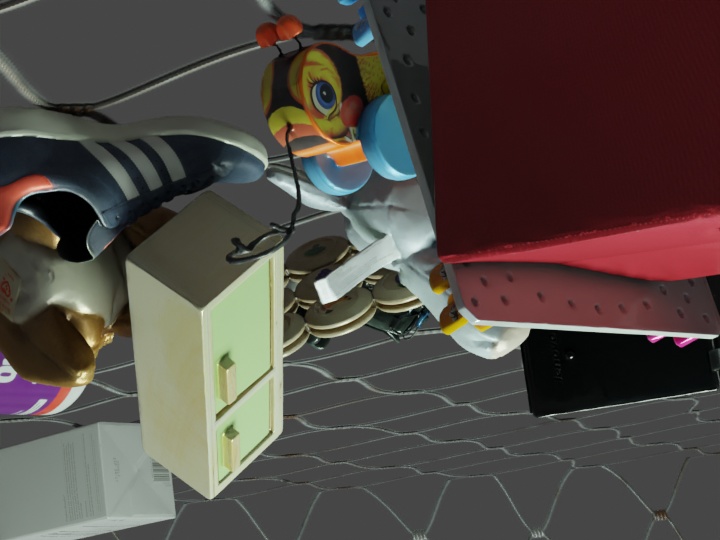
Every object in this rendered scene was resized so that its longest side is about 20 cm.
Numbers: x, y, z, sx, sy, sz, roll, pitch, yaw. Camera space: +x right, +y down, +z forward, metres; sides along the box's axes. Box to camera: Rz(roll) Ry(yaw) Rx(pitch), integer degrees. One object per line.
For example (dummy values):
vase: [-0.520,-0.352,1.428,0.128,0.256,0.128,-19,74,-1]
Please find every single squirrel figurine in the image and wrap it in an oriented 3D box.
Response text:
squirrel figurine: [-0.175,0.000,1.285,0.187,0.142,0.200,-11,180,-44]

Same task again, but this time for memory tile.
memory tile: [0.000,0.000,1.331,0.200,0.017,0.153,-21,-156,-1]

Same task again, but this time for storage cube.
storage cube: [0.151,-0.095,0.858,0.171,0.200,0.180,4,170,-43]

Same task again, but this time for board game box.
board game box: [0.088,-0.056,0.964,0.200,0.200,0.026,5,150,-44]

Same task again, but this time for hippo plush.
hippo plush: [0.052,-0.021,1.196,0.200,0.159,0.161,-23,-179,-10]

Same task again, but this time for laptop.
laptop: [0.217,0.004,1.338,0.200,0.187,0.116,4,164,-43]

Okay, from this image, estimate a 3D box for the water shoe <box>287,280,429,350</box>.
water shoe: [0.040,0.021,1.557,0.200,0.079,0.072,-10,167,13]

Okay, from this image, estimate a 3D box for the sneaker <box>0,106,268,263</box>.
sneaker: [-0.146,-0.046,1.139,0.200,0.085,0.075,0,166,-30]

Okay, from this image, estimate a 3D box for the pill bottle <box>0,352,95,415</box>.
pill bottle: [-0.308,0.053,1.425,0.200,0.113,0.112,5,163,-45]

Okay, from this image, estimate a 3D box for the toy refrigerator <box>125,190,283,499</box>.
toy refrigerator: [-0.093,0.052,1.185,0.076,0.070,0.200,-42,153,-32]

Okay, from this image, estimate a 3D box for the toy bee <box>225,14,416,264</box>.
toy bee: [-0.005,-0.094,1.015,0.131,0.109,0.200,-16,-168,26]

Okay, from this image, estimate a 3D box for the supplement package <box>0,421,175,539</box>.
supplement package: [-0.345,0.264,2.321,0.200,0.121,0.120,-16,165,36]
